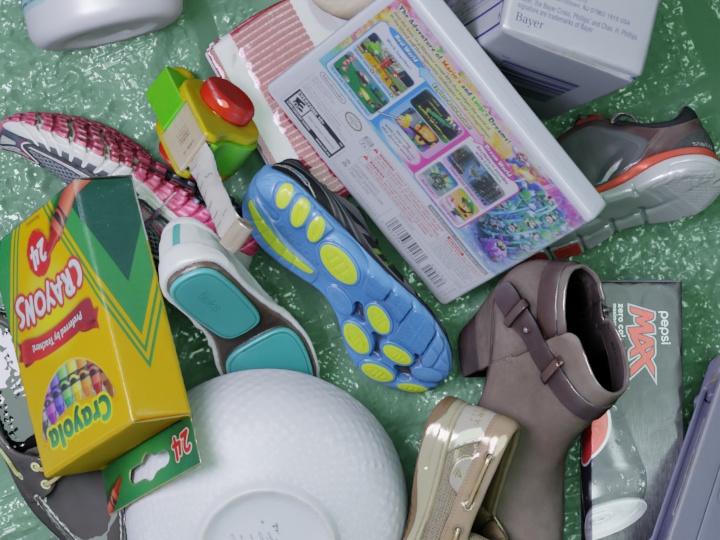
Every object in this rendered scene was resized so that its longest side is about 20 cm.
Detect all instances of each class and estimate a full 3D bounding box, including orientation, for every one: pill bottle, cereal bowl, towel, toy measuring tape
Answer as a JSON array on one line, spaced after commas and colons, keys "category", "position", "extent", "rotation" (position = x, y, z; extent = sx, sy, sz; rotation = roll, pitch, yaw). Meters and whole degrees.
[{"category": "pill bottle", "position": [-0.195, -0.260, 1.664], "extent": [0.110, 0.111, 0.202], "rotation": [-13, 88, -2]}, {"category": "cereal bowl", "position": [-0.063, 0.174, 1.632], "extent": [0.198, 0.083, 0.202], "rotation": [-1, 109, -3]}, {"category": "towel", "position": [0.008, -0.145, 1.711], "extent": [0.199, 0.023, 0.145], "rotation": [-30, 91, -1]}, {"category": "toy measuring tape", "position": [-0.092, -0.074, 1.645], "extent": [0.073, 0.074, 0.200], "rotation": [-26, 45, -2]}]

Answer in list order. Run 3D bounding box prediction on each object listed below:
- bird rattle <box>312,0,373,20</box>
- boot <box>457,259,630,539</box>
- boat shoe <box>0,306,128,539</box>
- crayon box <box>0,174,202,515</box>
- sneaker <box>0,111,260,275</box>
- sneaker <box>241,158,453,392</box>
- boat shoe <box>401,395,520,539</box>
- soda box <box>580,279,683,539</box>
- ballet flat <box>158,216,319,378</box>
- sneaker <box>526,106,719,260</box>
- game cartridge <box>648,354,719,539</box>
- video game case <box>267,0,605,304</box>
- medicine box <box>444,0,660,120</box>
[{"category": "bird rattle", "position": [0.018, -0.247, 1.636], "extent": [0.112, 0.200, 0.164], "rotation": [11, 102, -42]}, {"category": "boot", "position": [0.131, 0.094, 1.638], "extent": [0.070, 0.146, 0.201], "rotation": [-14, 83, -34]}, {"category": "boat shoe", "position": [-0.219, 0.117, 1.672], "extent": [0.071, 0.061, 0.202], "rotation": [-31, 89, -3]}, {"category": "crayon box", "position": [-0.177, 0.053, 1.604], "extent": [0.051, 0.127, 0.201], "rotation": [-4, 71, -38]}, {"category": "sneaker", "position": [-0.167, -0.046, 1.673], "extent": [0.199, 0.081, 0.075], "rotation": [31, 103, 3]}, {"category": "sneaker", "position": [0.000, 0.000, 1.676], "extent": [0.071, 0.083, 0.200], "rotation": [-34, 104, 28]}, {"category": "boat shoe", "position": [0.066, 0.188, 1.643], "extent": [0.064, 0.071, 0.201], "rotation": [16, 113, 19]}, {"category": "soda box", "position": [0.189, 0.107, 1.683], "extent": [0.070, 0.063, 0.202], "rotation": [-1, 87, -2]}, {"category": "ballet flat", "position": [-0.082, 0.029, 1.642], "extent": [0.069, 0.200, 0.070], "rotation": [-13, 53, 18]}, {"category": "sneaker", "position": [0.154, -0.066, 1.698], "extent": [0.198, 0.077, 0.082], "rotation": [-12, 56, 4]}, {"category": "game cartridge", "position": [0.264, 0.167, 1.634], "extent": [0.130, 0.038, 0.201], "rotation": [41, 49, -18]}, {"category": "video game case", "position": [0.048, -0.085, 1.625], "extent": [0.200, 0.182, 0.024], "rotation": [51, 52, -6]}, {"category": "medicine box", "position": [0.136, -0.222, 1.621], "extent": [0.102, 0.182, 0.201], "rotation": [17, 81, -12]}]
